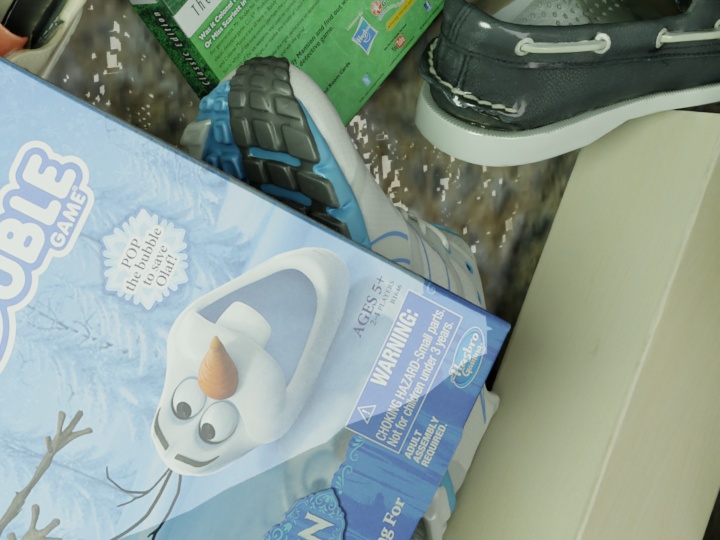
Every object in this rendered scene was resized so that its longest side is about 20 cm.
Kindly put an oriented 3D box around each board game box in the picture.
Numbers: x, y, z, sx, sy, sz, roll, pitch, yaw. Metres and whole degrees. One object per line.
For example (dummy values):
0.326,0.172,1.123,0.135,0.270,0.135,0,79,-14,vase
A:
0.002,-0.135,0.875,0.200,0.023,0.105,-51,125,-25,board game box
-0.082,0.063,0.735,0.198,0.043,0.201,26,87,-24,board game box

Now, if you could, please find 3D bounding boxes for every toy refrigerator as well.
0.095,0.045,0.936,0.076,0.070,0.201,35,70,-45,toy refrigerator

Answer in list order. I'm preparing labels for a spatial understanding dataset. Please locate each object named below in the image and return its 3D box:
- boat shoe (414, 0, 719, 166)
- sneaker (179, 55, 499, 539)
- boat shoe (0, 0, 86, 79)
0.104,-0.097,0.919,0.199,0.075,0.061,-29,142,-38,boat shoe
0.000,0.000,0.852,0.087,0.075,0.201,-50,138,-33,sneaker
-0.119,-0.079,0.754,0.071,0.062,0.201,40,70,-37,boat shoe
